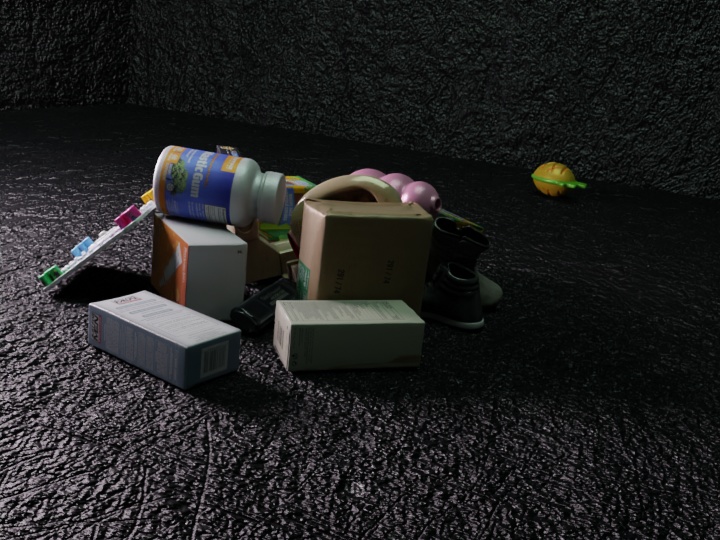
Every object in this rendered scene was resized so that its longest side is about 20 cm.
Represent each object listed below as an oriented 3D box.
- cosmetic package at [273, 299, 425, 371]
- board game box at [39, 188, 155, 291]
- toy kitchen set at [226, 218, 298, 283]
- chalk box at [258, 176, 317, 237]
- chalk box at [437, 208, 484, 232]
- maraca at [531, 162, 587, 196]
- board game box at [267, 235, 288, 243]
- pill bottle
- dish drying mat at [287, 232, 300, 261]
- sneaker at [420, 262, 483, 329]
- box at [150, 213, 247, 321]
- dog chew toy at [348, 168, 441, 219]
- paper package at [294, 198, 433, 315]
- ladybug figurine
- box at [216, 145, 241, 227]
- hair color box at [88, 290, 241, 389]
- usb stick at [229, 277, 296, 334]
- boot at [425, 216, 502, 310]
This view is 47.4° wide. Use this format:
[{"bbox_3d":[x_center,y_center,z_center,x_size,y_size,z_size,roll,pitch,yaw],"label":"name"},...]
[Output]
[{"bbox_3d":[-0.018,0.091,1.171,0.197,0.072,0.105,1,16,-17],"label":"cosmetic package"},{"bbox_3d":[-0.425,-0.059,1.363,0.199,0.026,0.200,-35,14,9],"label":"board game box"},{"bbox_3d":[-0.125,-0.074,1.451,0.197,0.183,0.163,-13,23,-18],"label":"toy kitchen set"},{"bbox_3d":[-0.161,-0.130,1.750,0.198,0.127,0.124,-4,19,-27],"label":"chalk box"},{"bbox_3d":[0.114,-0.071,1.597,0.199,0.126,0.123,31,12,39],"label":"chalk box"},{"bbox_3d":[0.643,-0.291,2.662,0.136,0.109,0.200,-6,20,-30],"label":"maraca"},{"bbox_3d":[-0.095,-0.055,1.649,0.198,0.030,0.134,-3,-1,-28],"label":"board game box"},{"bbox_3d":[-0.226,-0.133,1.334,0.197,0.114,0.112,9,16,5],"label":"pill bottle"},{"bbox_3d":[-0.045,-0.039,1.454,0.199,0.018,0.077,-8,64,-50],"label":"dish drying mat"},{"bbox_3d":[0.120,0.028,1.387,0.198,0.101,0.070,13,19,30],"label":"sneaker"},{"bbox_3d":[-0.264,-0.009,1.323,0.096,0.126,0.200,-2,17,-29],"label":"box"},{"bbox_3d":[0.053,-0.117,1.449,0.198,0.126,0.124,4,12,36],"label":"dog chew toy"},{"bbox_3d":[0.002,-0.003,1.265,0.188,0.203,0.103,1,17,-21],"label":"paper package"},{"bbox_3d":[-0.023,-0.086,1.369,0.197,0.138,0.072,-11,-3,9],"label":"ladybug figurine"},{"bbox_3d":[-0.261,-0.128,1.597,0.049,0.203,0.199,4,17,-15],"label":"box"},{"bbox_3d":[-0.266,0.089,1.105,0.198,0.061,0.099,18,20,33],"label":"hair color box"},{"bbox_3d":[-0.145,0.054,1.309,0.055,0.033,0.200,31,21,8],"label":"usb stick"},{"bbox_3d":[0.186,-0.009,1.410,0.198,0.131,0.068,23,46,-17],"label":"boot"}]
